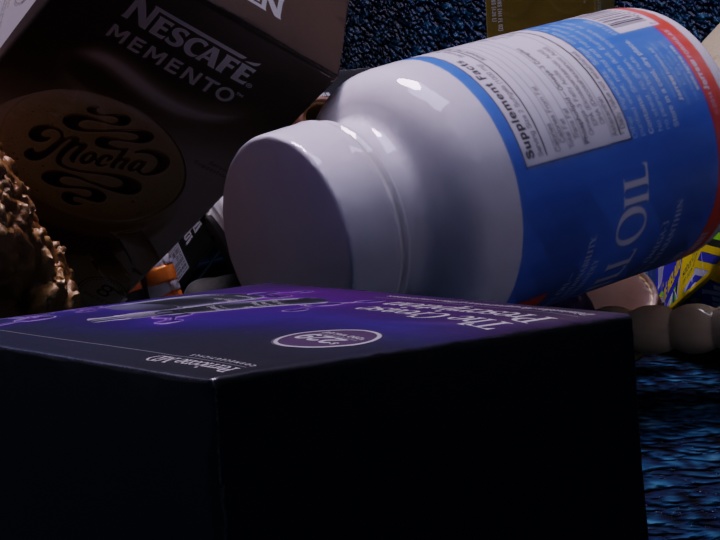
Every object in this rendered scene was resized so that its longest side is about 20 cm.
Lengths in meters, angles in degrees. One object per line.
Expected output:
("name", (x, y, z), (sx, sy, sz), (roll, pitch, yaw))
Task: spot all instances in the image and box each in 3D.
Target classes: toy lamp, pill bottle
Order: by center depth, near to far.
("pill bottle", (0.048, -0.034, 0.888), (0.200, 0.112, 0.112), (-18, 12, -35))
("toy lamp", (0.170, 0.025, 0.927), (0.200, 0.058, 0.058), (-5, 4, 26))

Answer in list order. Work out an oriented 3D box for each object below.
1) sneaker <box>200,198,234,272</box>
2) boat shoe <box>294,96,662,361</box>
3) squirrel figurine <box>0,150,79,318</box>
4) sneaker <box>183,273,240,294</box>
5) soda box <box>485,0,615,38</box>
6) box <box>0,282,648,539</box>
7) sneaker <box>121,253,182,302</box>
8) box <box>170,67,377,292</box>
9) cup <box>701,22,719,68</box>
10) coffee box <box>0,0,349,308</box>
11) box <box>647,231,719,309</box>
("sneaker", (-0.051, -0.064, 1.157), (0.079, 0.074, 0.200), (-27, 26, 3))
("boat shoe", (0.047, -0.017, 1.019), (0.200, 0.072, 0.068), (27, -31, 8))
("squirrel figurine", (-0.185, -0.022, 0.846), (0.200, 0.187, 0.141), (1, 11, 38))
("sneaker", (0.000, 0.000, 1.125), (0.200, 0.091, 0.076), (-3, 7, 24))
("soda box", (0.116, -0.081, 1.309), (0.068, 0.200, 0.064), (-2, 5, 16))
("box", (-0.032, 0.051, 0.670), (0.141, 0.079, 0.200), (-10, 8, -33))
("sneaker", (-0.150, 0.019, 1.117), (0.112, 0.078, 0.200), (-18, -6, -7))
("box", (-0.026, -0.050, 1.374), (0.160, 0.044, 0.200), (-7, -29, -37))
("cup", (0.231, -0.059, 1.178), (0.143, 0.201, 0.200), (-24, 11, -17))
("coffee box", (-0.105, -0.075, 0.928), (0.113, 0.080, 0.200), (29, -47, -21))
("box", (0.182, -0.019, 1.004), (0.070, 0.064, 0.200), (4, -13, -5))
